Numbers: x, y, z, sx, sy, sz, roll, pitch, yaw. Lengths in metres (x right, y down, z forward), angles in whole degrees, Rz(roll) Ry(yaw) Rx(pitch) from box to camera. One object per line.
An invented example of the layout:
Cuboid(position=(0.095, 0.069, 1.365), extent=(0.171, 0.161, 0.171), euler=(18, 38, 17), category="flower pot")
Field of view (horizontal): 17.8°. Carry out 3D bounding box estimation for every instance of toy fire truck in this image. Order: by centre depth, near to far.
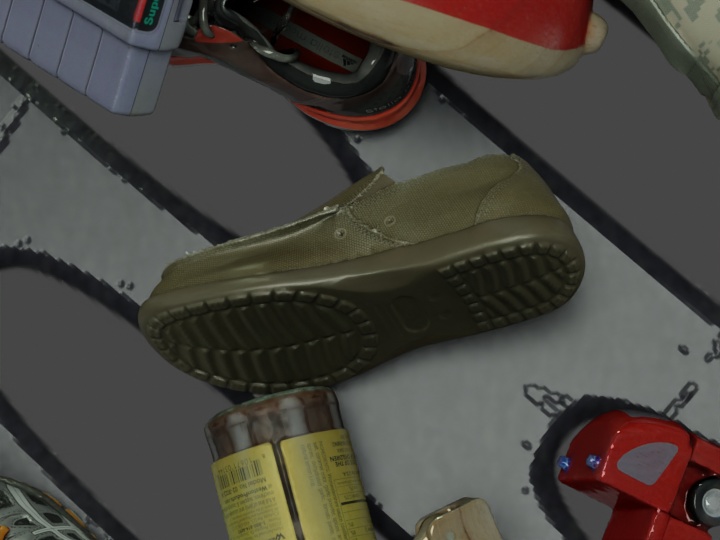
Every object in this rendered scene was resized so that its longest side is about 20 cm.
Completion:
Cuboid(position=(0.064, 0.140, 0.953), extent=(0.141, 0.049, 0.201), euler=(25, 77, -16), category="toy fire truck")

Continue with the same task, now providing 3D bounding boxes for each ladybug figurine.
Cuboid(position=(0.018, -0.149, 0.988), extent=(0.199, 0.136, 0.072), euler=(23, 120, -4), category="ladybug figurine")

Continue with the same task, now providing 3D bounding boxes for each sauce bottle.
Cuboid(position=(-0.016, 0.153, 0.986), extent=(0.064, 0.065, 0.201), euler=(-14, 81, 3), category="sauce bottle")

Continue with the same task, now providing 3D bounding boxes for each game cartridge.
Cuboid(position=(-0.106, -0.180, 0.970), extent=(0.130, 0.038, 0.201), euler=(34, 112, 42), category="game cartridge")

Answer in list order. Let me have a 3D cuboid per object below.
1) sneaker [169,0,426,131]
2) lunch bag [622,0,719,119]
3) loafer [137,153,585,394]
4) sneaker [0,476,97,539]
Cuboid(position=(-0.066, -0.124, 1.021), extent=(0.199, 0.082, 0.077), euler=(16, 84, 7), category="sneaker")
Cuboid(position=(0.177, -0.173, 0.978), extent=(0.200, 0.118, 0.164), euler=(-32, 80, -14), category="lunch bag")
Cuboid(position=(0.000, 0.000, 1.007), extent=(0.199, 0.076, 0.068), euler=(-10, 46, 11), category="loafer")
Cuboid(position=(-0.137, 0.142, 0.993), extent=(0.199, 0.077, 0.079), euler=(23, 86, 9), category="sneaker")
